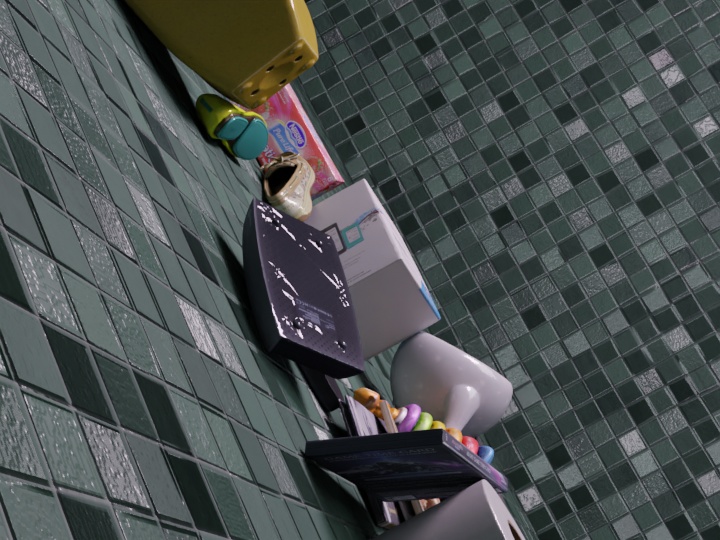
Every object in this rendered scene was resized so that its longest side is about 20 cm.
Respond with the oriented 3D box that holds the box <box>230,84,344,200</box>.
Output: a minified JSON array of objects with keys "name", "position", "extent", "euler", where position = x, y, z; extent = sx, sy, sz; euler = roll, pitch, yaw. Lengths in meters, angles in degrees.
[{"name":"box","position":[-0.120,-0.207,2.072],"extent":[0.200,0.102,0.095],"euler":[62,5,1]}]

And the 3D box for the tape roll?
[{"name":"tape roll","position":[0.110,0.324,1.244],"extent":[0.203,0.139,0.203],"euler":[59,6,-10]}]

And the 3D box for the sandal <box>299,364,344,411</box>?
[{"name":"sandal","position":[-0.066,0.066,1.453],"extent":[0.200,0.043,0.076],"euler":[59,5,-15]}]

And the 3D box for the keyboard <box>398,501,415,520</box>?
[{"name":"keyboard","position":[0.064,0.302,1.466],"extent":[0.056,0.011,0.200],"euler":[-37,106,-86]}]

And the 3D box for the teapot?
[{"name":"teapot","position":[0.116,0.189,1.872],"extent":[0.197,0.146,0.200],"euler":[27,-6,31]}]

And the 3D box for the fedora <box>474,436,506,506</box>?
[{"name":"fedora","position":[0.166,0.353,1.885],"extent":[0.177,0.090,0.200],"euler":[-50,118,-82]}]

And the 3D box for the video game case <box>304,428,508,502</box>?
[{"name":"video game case","position":[0.051,0.199,1.278],"extent":[0.200,0.143,0.019],"euler":[44,42,-56]}]

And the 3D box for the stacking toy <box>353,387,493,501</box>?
[{"name":"stacking toy","position":[0.068,0.222,1.683],"extent":[0.200,0.110,0.116],"euler":[42,-24,-7]}]

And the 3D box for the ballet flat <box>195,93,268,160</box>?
[{"name":"ballet flat","position":[-0.178,-0.204,1.745],"extent":[0.067,0.067,0.200],"euler":[43,3,11]}]

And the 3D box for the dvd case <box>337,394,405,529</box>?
[{"name":"dvd case","position":[0.026,0.233,1.490],"extent":[0.200,0.016,0.149],"euler":[46,24,-69]}]

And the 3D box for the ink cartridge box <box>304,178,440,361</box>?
[{"name":"ink cartridge box","position":[0.000,0.000,1.870],"extent":[0.147,0.146,0.200],"euler":[56,8,-41]}]

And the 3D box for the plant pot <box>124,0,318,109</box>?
[{"name":"plant pot","position":[-0.162,-0.328,1.654],"extent":[0.200,0.195,0.194],"euler":[53,4,10]}]

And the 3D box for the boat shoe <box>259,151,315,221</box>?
[{"name":"boat shoe","position":[-0.112,-0.137,1.930],"extent":[0.063,0.073,0.200],"euler":[55,10,-29]}]

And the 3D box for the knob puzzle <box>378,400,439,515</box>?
[{"name":"knob puzzle","position":[0.078,0.274,1.519],"extent":[0.220,0.030,0.220],"euler":[-20,90,-90]}]

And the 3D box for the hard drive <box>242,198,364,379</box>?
[{"name":"hard drive","position":[-0.067,0.023,1.384],"extent":[0.135,0.042,0.200],"euler":[26,36,-38]}]
